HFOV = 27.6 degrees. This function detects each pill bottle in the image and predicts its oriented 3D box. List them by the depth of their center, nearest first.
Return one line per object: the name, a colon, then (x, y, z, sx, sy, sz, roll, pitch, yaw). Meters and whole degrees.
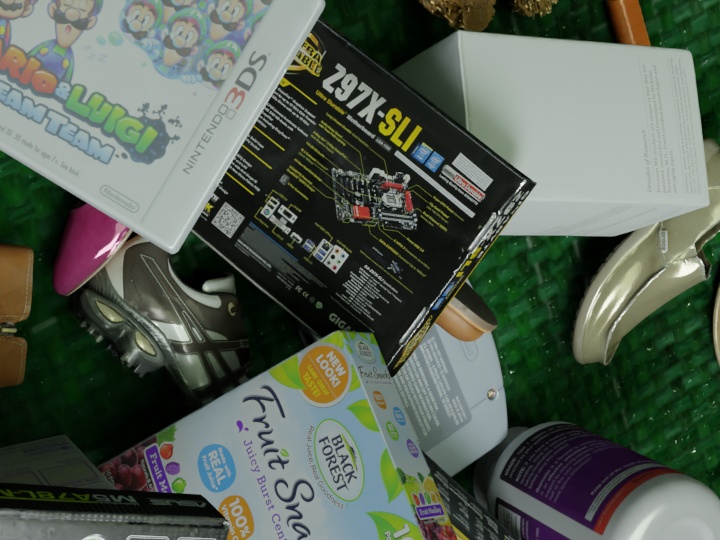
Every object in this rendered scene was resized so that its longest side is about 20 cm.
pill bottle: (0.170, 0.180, 1.084, 0.112, 0.200, 0.113, -7, 105, -28)

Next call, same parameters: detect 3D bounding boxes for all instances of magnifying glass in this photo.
magnifying glass: (0.231, -0.124, 1.159, 0.079, 0.022, 0.201, -29, 115, -20)

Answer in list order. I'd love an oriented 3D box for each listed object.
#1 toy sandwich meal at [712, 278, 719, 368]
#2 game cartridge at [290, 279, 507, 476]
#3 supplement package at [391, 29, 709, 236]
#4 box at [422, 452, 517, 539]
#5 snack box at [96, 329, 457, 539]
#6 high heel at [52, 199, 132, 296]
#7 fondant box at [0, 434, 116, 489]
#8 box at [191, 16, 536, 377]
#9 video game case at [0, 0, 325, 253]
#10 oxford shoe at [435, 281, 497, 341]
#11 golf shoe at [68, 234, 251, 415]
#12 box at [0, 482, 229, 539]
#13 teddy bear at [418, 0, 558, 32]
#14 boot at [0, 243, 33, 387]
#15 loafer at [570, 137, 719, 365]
toy sandwich meal: (0.388, 0.030, 1.246, 0.204, 0.070, 0.207, -6, 104, -27)
game cartridge: (0.034, 0.064, 1.082, 0.133, 0.040, 0.201, -29, 113, -16)
supplement package: (0.128, -0.091, 1.036, 0.199, 0.117, 0.118, 0, 81, -29)
box: (0.004, 0.193, 1.009, 0.159, 0.050, 0.200, -23, 135, 23)
snack box: (-0.056, 0.144, 0.898, 0.053, 0.199, 0.143, 8, 56, -62)
high heel: (-0.166, -0.088, 0.925, 0.096, 0.067, 0.201, 31, 88, -22)
fondant box: (-0.214, 0.167, 0.874, 0.143, 0.200, 0.059, -10, 105, -25)
box: (-0.014, -0.052, 0.934, 0.200, 0.049, 0.160, 38, 99, 12)
video game case: (-0.151, -0.139, 0.892, 0.199, 0.024, 0.183, 31, 85, 0)
oxford shoe: (0.000, 0.000, 0.994, 0.199, 0.071, 0.072, 31, 101, 12)
golf shoe: (-0.098, 0.054, 0.985, 0.095, 0.078, 0.200, -50, 120, -11)
box: (-0.180, 0.210, 0.760, 0.192, 0.047, 0.202, 9, 99, -32)
teddy bear: (0.100, -0.253, 1.041, 0.145, 0.067, 0.201, 38, 75, -39)
boot: (-0.272, -0.013, 0.880, 0.154, 0.074, 0.202, -1, 113, -27)
loafer: (0.233, -0.005, 1.130, 0.201, 0.068, 0.076, -58, 161, 9)
